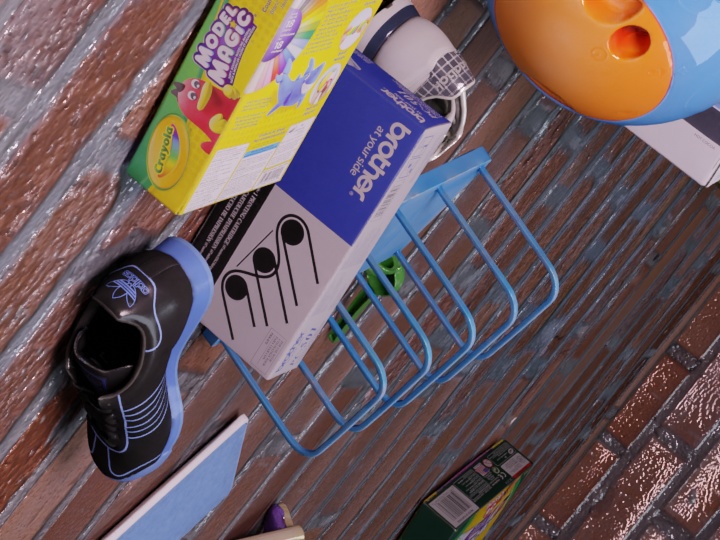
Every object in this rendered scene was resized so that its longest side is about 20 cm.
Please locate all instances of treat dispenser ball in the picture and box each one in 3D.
[{"bbox_3d":[0.180,-0.194,1.404,0.201,0.201,0.201,-46,164,-17],"label":"treat dispenser ball"}]

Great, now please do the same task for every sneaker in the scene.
[{"bbox_3d":[0.024,-0.095,1.430,0.076,0.080,0.200,-46,167,-23],"label":"sneaker"},{"bbox_3d":[-0.151,0.066,1.341,0.078,0.070,0.201,-31,150,-41],"label":"sneaker"}]

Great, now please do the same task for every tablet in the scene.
[{"bbox_3d":[-0.164,0.203,1.715,0.200,0.014,0.130,-42,163,-31],"label":"tablet"}]

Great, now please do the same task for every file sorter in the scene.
[{"bbox_3d":[0.021,0.025,1.520,0.200,0.123,0.139,-26,167,-41],"label":"file sorter"}]

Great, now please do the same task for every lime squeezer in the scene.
[{"bbox_3d":[0.000,0.000,1.691,0.070,0.038,0.200,-16,160,-3],"label":"lime squeezer"}]

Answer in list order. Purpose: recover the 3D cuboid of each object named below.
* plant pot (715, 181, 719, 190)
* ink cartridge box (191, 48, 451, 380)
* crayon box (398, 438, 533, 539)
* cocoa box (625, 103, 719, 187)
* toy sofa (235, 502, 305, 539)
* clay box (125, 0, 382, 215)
[{"bbox_3d":[0.503,-0.154,2.534,0.200,0.187,0.187,-37,166,7],"label":"plant pot"},{"bbox_3d":[-0.035,-0.039,1.362,0.200,0.094,0.044,-58,163,23],"label":"ink cartridge box"},{"bbox_3d":[0.113,0.320,2.697,0.200,0.058,0.173,-31,156,-51],"label":"crayon box"},{"bbox_3d":[0.229,-0.182,1.578,0.133,0.200,0.132,-27,152,-56],"label":"cocoa box"},{"bbox_3d":[-0.111,0.313,2.032,0.082,0.098,0.200,-10,144,-29],"label":"toy sofa"},{"bbox_3d":[-0.044,-0.130,1.208,0.115,0.048,0.200,-24,148,-59],"label":"clay box"}]
